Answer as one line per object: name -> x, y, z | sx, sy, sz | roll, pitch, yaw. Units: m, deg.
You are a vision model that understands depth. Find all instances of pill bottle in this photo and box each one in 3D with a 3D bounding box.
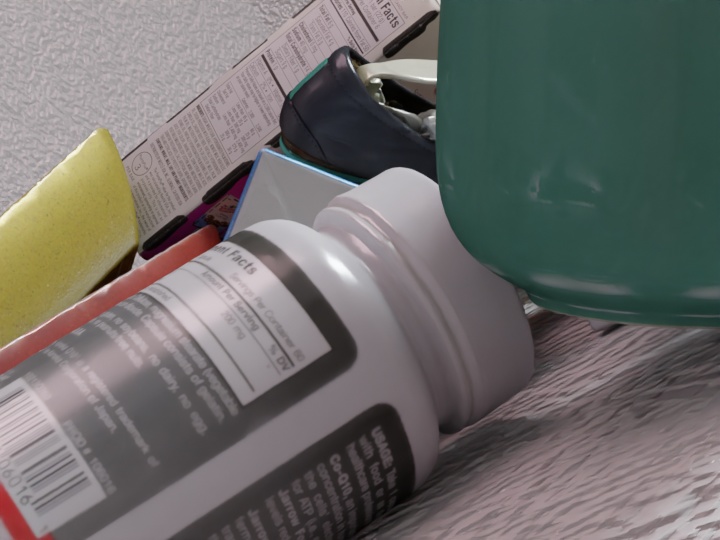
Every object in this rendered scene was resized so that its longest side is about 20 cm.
pill bottle -> -0.045, 0.054, 0.583 | 0.200, 0.114, 0.114 | -32, 4, -18

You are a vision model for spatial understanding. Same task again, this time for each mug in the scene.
mug -> 0.104, -0.047, 0.544 | 0.151, 0.115, 0.185 | 4, 8, 20

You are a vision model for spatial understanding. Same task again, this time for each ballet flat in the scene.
ballet flat -> 0.059, -0.057, 0.776 | 0.073, 0.199, 0.073 | -46, 35, 46

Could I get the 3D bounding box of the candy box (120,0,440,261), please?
candy box -> -0.016, -0.068, 0.874 | 0.200, 0.061, 0.136 | -37, -30, 14

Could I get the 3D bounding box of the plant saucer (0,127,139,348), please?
plant saucer -> -0.177, 0.058, 0.813 | 0.200, 0.048, 0.200 | -51, -11, -47

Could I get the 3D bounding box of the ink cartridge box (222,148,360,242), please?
ink cartridge box -> 0.000, 0.000, 0.764 | 0.200, 0.116, 0.068 | -121, 52, -89

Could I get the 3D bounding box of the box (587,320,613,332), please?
box -> 0.165, -0.079, 0.725 | 0.152, 0.107, 0.200 | -28, 4, 29

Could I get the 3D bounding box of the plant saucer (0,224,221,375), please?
plant saucer -> -0.140, 0.094, 0.801 | 0.200, 0.037, 0.200 | -37, -24, -54
